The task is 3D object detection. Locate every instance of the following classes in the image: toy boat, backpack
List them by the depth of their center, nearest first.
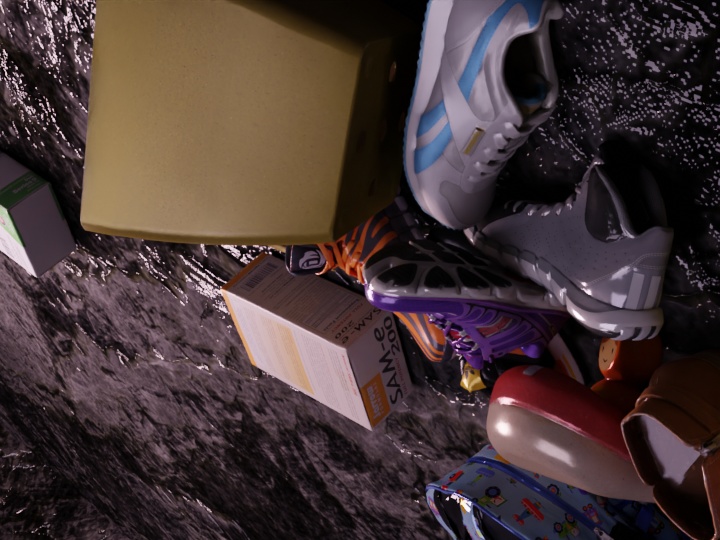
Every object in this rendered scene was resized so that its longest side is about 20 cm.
[{"bbox_3d":[0.192,0.099,0.776,0.199,0.131,0.130,15,176,-35],"label":"toy boat"},{"bbox_3d":[0.164,0.222,0.901,0.200,0.135,0.182,42,164,-12],"label":"backpack"}]

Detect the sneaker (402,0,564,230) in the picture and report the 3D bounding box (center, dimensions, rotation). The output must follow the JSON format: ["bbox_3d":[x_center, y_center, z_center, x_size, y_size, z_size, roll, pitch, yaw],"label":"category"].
[{"bbox_3d":[0.083,-0.104,0.692,0.081,0.076,0.201,33,140,31],"label":"sneaker"}]

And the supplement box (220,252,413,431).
[{"bbox_3d":[-0.048,0.074,1.123,0.199,0.073,0.126,24,143,38],"label":"supplement box"}]

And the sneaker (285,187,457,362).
[{"bbox_3d":[0.000,0.000,0.856,0.201,0.112,0.078,62,158,26],"label":"sneaker"}]

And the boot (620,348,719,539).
[{"bbox_3d":[0.257,0.147,0.674,0.200,0.154,0.074,47,122,17],"label":"boot"}]

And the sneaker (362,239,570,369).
[{"bbox_3d":[0.084,0.034,0.766,0.081,0.199,0.084,40,112,50],"label":"sneaker"}]

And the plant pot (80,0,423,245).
[{"bbox_3d":[-0.063,-0.121,0.739,0.176,0.200,0.201,17,112,17],"label":"plant pot"}]

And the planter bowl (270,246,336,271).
[{"bbox_3d":[-0.100,-0.074,0.961,0.200,0.084,0.200,22,179,0],"label":"planter bowl"}]

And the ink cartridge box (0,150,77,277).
[{"bbox_3d":[-0.548,-0.102,1.590,0.200,0.084,0.146,31,147,30],"label":"ink cartridge box"}]

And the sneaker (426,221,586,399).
[{"bbox_3d":[0.108,0.054,0.862,0.200,0.090,0.070,54,151,-12],"label":"sneaker"}]

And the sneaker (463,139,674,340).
[{"bbox_3d":[0.151,-0.044,0.724,0.200,0.075,0.116,40,127,50],"label":"sneaker"}]
